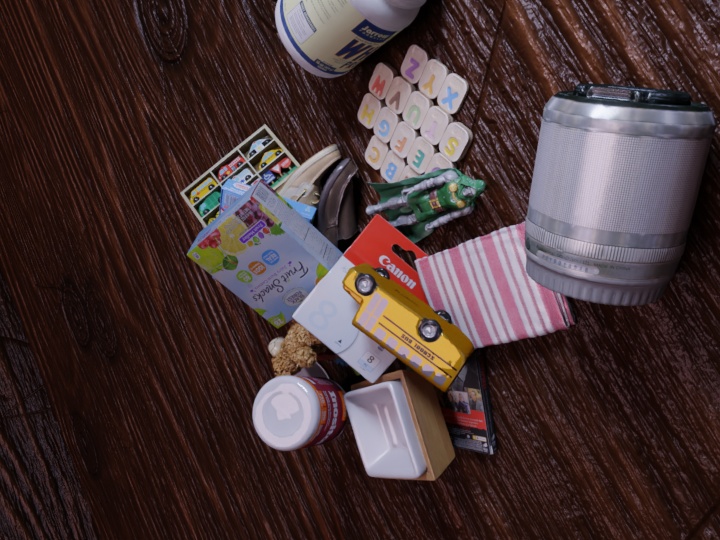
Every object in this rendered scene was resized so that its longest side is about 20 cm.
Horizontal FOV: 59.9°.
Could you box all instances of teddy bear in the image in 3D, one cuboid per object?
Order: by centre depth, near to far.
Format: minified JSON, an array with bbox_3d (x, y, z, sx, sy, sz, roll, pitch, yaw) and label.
[{"bbox_3d":[-0.094,0.104,1.048,0.200,0.067,0.146,-31,51,44],"label":"teddy bear"}]

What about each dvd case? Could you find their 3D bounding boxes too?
[{"bbox_3d":[0.131,0.170,0.950,0.146,0.022,0.201,-4,99,47],"label":"dvd case"}]

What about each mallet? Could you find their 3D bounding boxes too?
[{"bbox_3d":[0.000,0.000,0.999,0.066,0.041,0.201,41,140,36],"label":"mallet"}]

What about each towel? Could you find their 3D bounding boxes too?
[{"bbox_3d":[0.175,0.027,0.843,0.199,0.030,0.147,-20,89,40],"label":"towel"}]

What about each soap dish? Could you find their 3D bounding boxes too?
[{"bbox_3d":[0.058,0.238,0.966,0.200,0.081,0.158,-35,70,62],"label":"soap dish"}]

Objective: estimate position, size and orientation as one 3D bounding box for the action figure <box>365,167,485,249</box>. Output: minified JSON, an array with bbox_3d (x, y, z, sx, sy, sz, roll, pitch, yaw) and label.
[{"bbox_3d":[0.094,-0.095,0.879,0.200,0.055,0.118,-16,113,48],"label":"action figure"}]

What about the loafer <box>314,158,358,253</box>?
[{"bbox_3d":[-0.033,-0.087,1.025,0.071,0.073,0.201,20,121,4],"label":"loafer"}]

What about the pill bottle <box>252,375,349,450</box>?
[{"bbox_3d":[-0.085,0.231,1.030,0.112,0.200,0.114,-3,79,18],"label":"pill bottle"}]

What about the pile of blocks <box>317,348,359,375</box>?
[{"bbox_3d":[-0.031,0.146,1.065,0.200,0.062,0.082,-3,113,54],"label":"pile of blocks"}]

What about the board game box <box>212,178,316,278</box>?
[{"bbox_3d":[-0.166,-0.043,1.049,0.151,0.037,0.201,19,131,0],"label":"board game box"}]

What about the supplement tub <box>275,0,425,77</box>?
[{"bbox_3d":[-0.008,-0.371,0.850,0.200,0.145,0.146,-21,86,47],"label":"supplement tub"}]

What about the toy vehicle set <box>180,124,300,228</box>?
[{"bbox_3d":[-0.210,-0.154,1.113,0.200,0.027,0.124,-40,66,-3],"label":"toy vehicle set"}]

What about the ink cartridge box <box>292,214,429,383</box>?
[{"bbox_3d":[0.020,0.044,0.922,0.160,0.047,0.200,40,110,0],"label":"ink cartridge box"}]

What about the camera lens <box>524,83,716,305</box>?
[{"bbox_3d":[0.257,-0.084,0.642,0.160,0.160,0.201,22,117,40],"label":"camera lens"}]

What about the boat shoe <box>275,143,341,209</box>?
[{"bbox_3d":[-0.096,-0.127,1.050,0.200,0.074,0.069,-41,91,22],"label":"boat shoe"}]

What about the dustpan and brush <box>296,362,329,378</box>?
[{"bbox_3d":[-0.076,0.235,1.170,0.200,0.057,0.140,11,99,51],"label":"dustpan and brush"}]

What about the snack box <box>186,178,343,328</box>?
[{"bbox_3d":[-0.143,-0.020,0.992,0.200,0.068,0.168,41,126,-22],"label":"snack box"}]

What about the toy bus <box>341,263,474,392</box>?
[{"bbox_3d":[0.060,0.072,0.861,0.200,0.065,0.079,35,111,13],"label":"toy bus"}]

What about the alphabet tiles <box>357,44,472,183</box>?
[{"bbox_3d":[0.073,-0.211,0.906,0.200,0.015,0.196,47,131,26],"label":"alphabet tiles"}]
